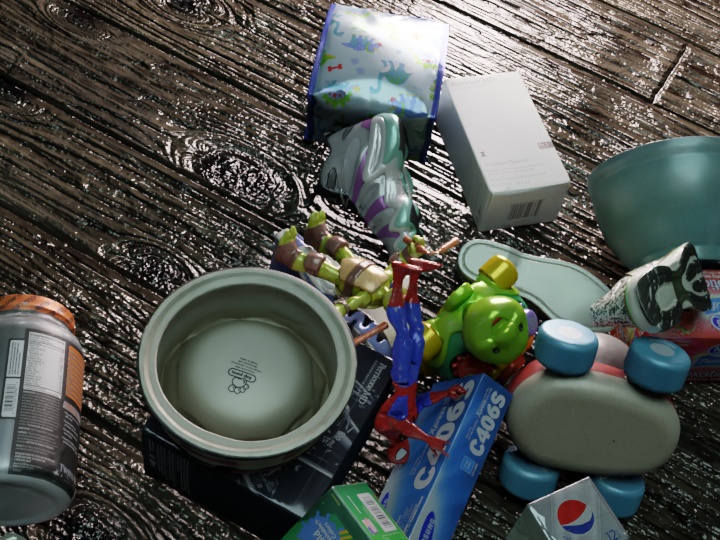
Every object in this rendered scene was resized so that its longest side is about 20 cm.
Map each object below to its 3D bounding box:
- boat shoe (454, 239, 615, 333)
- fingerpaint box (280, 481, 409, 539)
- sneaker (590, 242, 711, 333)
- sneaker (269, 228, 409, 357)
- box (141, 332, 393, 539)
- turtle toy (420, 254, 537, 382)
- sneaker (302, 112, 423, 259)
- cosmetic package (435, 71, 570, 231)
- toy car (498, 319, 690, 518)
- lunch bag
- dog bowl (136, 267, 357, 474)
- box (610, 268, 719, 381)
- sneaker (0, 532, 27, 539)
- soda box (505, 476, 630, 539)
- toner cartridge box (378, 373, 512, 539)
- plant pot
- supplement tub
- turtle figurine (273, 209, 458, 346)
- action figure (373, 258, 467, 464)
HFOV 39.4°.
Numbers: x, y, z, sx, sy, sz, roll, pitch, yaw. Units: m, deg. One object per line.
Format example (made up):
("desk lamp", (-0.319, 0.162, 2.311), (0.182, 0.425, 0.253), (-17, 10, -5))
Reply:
("boat shoe", (0.206, 0.021, 1.178), (0.199, 0.060, 0.076), (27, 74, 8))
("fingerpaint box", (-0.006, 0.315, 0.864), (0.167, 0.073, 0.200), (-47, 66, 14))
("sneaker", (0.301, 0.020, 1.052), (0.199, 0.088, 0.078), (-11, 88, -51))
("sneaker", (-0.008, 0.030, 1.134), (0.115, 0.081, 0.199), (-25, 60, -36))
("box", (-0.088, 0.148, 1.010), (0.181, 0.104, 0.200), (27, 54, 9))
("turtle toy", (0.128, 0.066, 1.054), (0.146, 0.200, 0.101), (-42, 74, -7))
("sneaker", (-0.003, -0.081, 1.216), (0.139, 0.078, 0.202), (-10, 77, 15))
("cosmetic package", (0.178, -0.155, 1.291), (0.112, 0.081, 0.201), (-10, 57, -14))
("toy car", (0.236, 0.122, 1.073), (0.175, 0.186, 0.200), (11, 24, -1))
("lunch bag", (0.024, -0.256, 1.311), (0.169, 0.128, 0.201), (11, 63, -1))
("dog bowl", (-0.105, 0.098, 0.933), (0.198, 0.074, 0.201), (5, 54, -6))
("box", (0.398, 0.064, 1.155), (0.198, 0.100, 0.096), (1, 53, -9))
("sneaker", (-0.265, 0.310, 0.863), (0.200, 0.100, 0.078), (41, 58, 20))
("soda box", (0.167, 0.264, 0.906), (0.068, 0.201, 0.064), (-19, 59, -20))
("toner cartridge box", (0.071, 0.199, 0.980), (0.043, 0.095, 0.201), (36, 63, -16))
("plant pot", (0.377, -0.055, 1.194), (0.199, 0.200, 0.135), (1, 71, -9))
("supplement tub", (-0.331, 0.132, 0.970), (0.121, 0.123, 0.201), (0, 53, -9))
("turtle figurine", (0.000, 0.000, 1.064), (0.161, 0.065, 0.200), (34, 56, 22))
("action figure", (0.066, 0.098, 0.966), (0.098, 0.202, 0.065), (14, 13, 30))
